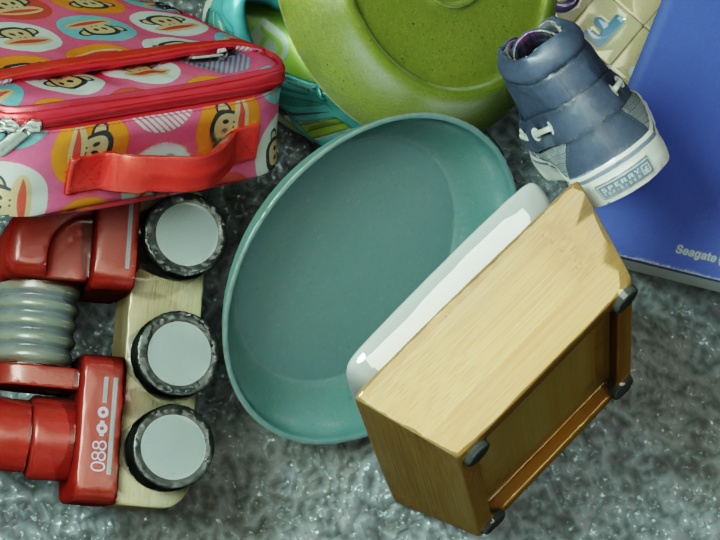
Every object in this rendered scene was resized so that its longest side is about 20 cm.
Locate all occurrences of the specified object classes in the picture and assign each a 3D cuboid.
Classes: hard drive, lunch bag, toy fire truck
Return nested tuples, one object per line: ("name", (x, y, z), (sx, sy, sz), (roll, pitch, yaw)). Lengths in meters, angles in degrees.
("hard drive", (0.210, -0.089, 1.210), (0.132, 0.025, 0.200), (15, 78, 37))
("lunch bag", (-0.142, -0.083, 1.110), (0.200, 0.176, 0.082), (-14, 122, -41))
("toy fire truck", (-0.186, 0.038, 1.157), (0.200, 0.129, 0.176), (6, 81, -16))

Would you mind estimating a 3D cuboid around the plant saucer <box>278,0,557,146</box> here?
("plant saucer", (0.041, -0.169, 1.169), (0.200, 0.031, 0.200), (2, 87, -37))

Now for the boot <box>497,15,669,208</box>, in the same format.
("boot", (0.113, -0.098, 1.150), (0.073, 0.200, 0.090), (-33, 101, 1))

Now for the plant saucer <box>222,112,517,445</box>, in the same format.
("plant saucer", (0.000, 0.000, 1.165), (0.200, 0.200, 0.036), (-45, 46, -10))

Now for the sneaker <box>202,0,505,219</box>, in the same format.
("sneaker", (-0.005, -0.096, 1.202), (0.200, 0.080, 0.078), (33, 80, -5))

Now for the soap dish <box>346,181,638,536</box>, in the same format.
("soap dish", (0.076, 0.054, 1.130), (0.157, 0.200, 0.081), (-44, 70, -10))

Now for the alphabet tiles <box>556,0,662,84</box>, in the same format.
("alphabet tiles", (0.177, -0.181, 1.272), (0.166, 0.006, 0.200), (41, 80, 0))
